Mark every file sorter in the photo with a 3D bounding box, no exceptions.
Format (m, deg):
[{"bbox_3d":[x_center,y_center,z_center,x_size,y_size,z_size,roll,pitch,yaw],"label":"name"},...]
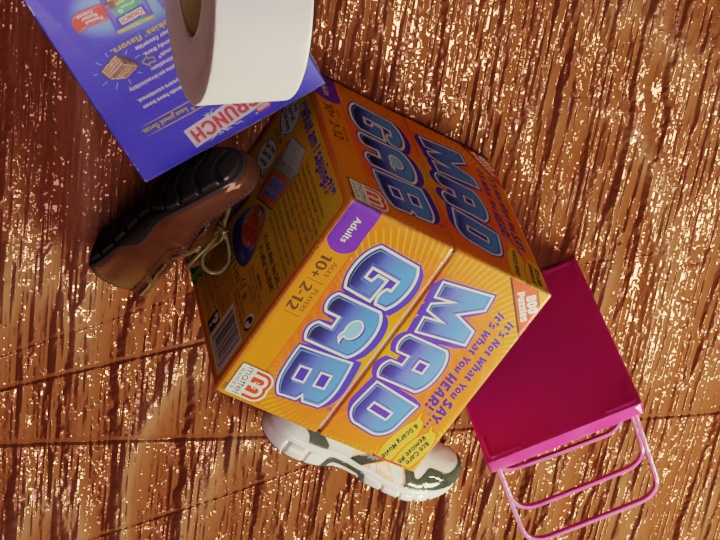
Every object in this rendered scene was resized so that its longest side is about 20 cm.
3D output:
[{"bbox_3d":[0.166,0.118,1.841,0.138,0.201,0.126,-21,129,2],"label":"file sorter"}]

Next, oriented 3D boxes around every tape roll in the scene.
[{"bbox_3d":[-0.089,-0.216,1.461,0.070,0.203,0.204,-5,125,-16],"label":"tape roll"}]

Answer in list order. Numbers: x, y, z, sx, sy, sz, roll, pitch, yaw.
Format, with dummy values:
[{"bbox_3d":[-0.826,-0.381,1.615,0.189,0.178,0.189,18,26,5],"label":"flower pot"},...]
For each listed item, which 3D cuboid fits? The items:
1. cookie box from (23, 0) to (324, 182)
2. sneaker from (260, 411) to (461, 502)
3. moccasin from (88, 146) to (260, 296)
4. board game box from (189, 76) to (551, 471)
[{"bbox_3d":[-0.149,-0.195,1.626,0.170,0.075,0.201,-28,125,5],"label":"cookie box"},{"bbox_3d":[0.012,0.148,1.903,0.198,0.074,0.080,20,116,-25],"label":"sneaker"},{"bbox_3d":[-0.142,-0.035,1.704,0.077,0.074,0.201,34,131,-21],"label":"moccasin"},{"bbox_3d":[0.000,0.000,1.718,0.199,0.201,0.200,24,116,-27],"label":"board game box"}]
